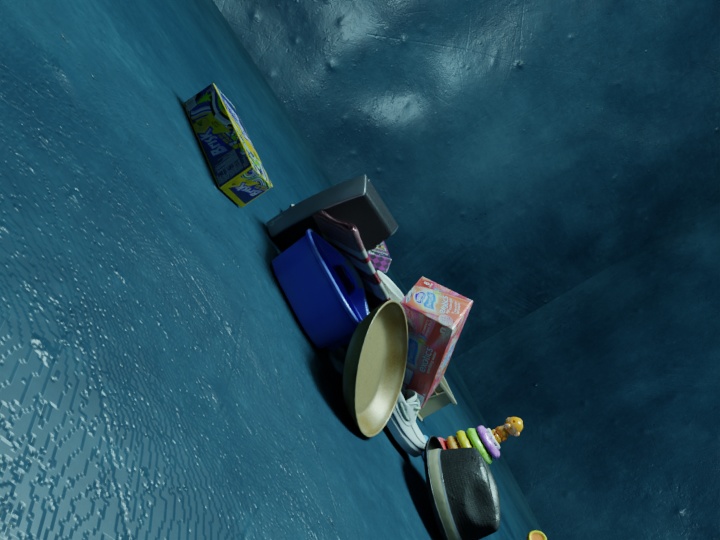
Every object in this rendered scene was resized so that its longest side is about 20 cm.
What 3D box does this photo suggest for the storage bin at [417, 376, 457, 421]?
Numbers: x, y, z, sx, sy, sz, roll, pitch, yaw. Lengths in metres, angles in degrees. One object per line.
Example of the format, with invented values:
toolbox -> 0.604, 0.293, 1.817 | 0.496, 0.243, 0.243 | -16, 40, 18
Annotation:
storage bin -> 0.113, 0.208, 1.461 | 0.199, 0.094, 0.200 | 55, 7, -30

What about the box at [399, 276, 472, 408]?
box -> 0.107, 0.126, 1.089 | 0.102, 0.200, 0.095 | 26, 39, 17

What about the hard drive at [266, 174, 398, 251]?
hard drive -> -0.049, -0.070, 1.080 | 0.135, 0.200, 0.042 | 54, 23, -33

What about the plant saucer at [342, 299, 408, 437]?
plant saucer -> 0.019, 0.140, 0.920 | 0.200, 0.035, 0.201 | 8, 90, -67

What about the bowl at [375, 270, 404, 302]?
bowl -> 0.021, 0.064, 1.193 | 0.200, 0.108, 0.200 | 45, 9, -9

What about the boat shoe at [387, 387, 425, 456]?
boat shoe -> 0.069, 0.230, 1.058 | 0.200, 0.067, 0.074 | 56, 7, -23

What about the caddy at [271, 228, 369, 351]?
caddy -> -0.048, 0.030, 0.982 | 0.200, 0.105, 0.141 | 60, 5, 15

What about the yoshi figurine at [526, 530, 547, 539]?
yoshi figurine -> 0.270, 0.519, 1.106 | 0.112, 0.112, 0.200 | 20, -42, 23

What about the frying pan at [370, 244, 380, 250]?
frying pan -> -0.035, -0.067, 1.148 | 0.115, 0.031, 0.190 | 33, 17, 25

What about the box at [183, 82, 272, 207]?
box -> -0.214, -0.202, 1.002 | 0.200, 0.064, 0.070 | 63, 8, 29

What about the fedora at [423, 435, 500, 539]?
fedora -> 0.171, 0.358, 1.012 | 0.201, 0.091, 0.201 | -20, 90, -77

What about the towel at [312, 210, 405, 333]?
towel -> 0.000, 0.000, 1.010 | 0.144, 0.023, 0.200 | 32, -27, 59

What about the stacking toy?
stacking toy -> 0.230, 0.344, 1.226 | 0.110, 0.200, 0.116 | 53, 7, -38

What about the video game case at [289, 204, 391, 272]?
video game case -> -0.048, -0.068, 1.261 | 0.199, 0.036, 0.181 | 15, 20, -14
